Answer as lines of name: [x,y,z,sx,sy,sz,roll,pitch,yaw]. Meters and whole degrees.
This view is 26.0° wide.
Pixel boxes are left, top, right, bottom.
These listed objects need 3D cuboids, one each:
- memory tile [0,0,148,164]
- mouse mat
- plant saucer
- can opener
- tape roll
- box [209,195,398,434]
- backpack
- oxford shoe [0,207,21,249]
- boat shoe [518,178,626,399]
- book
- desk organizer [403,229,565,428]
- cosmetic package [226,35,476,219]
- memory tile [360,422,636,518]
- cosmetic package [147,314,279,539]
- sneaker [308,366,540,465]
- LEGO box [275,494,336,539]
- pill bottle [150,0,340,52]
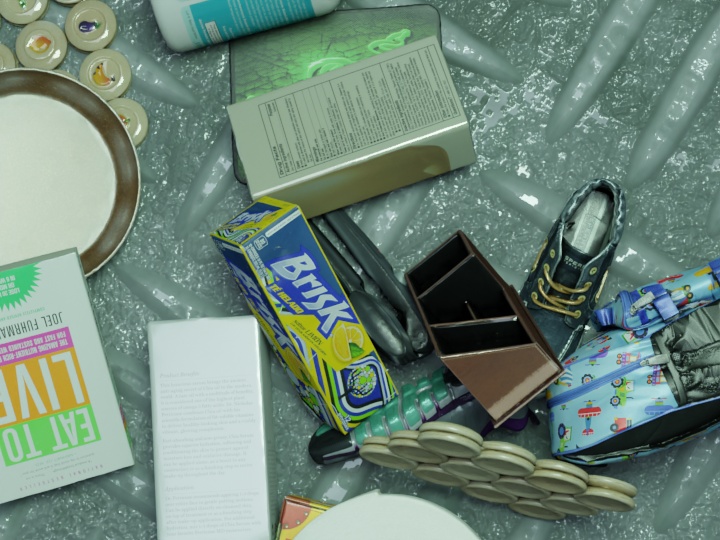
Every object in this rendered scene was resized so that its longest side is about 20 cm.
memory tile: [-0.291,-0.186,1.456,0.153,0.017,0.201,-20,82,1]
mouse mat: [-0.022,-0.162,1.439,0.199,0.008,0.162,-3,83,3]
plant saucer: [-0.298,-0.080,1.398,0.199,0.034,0.201,1,87,-17]
can opener: [0.000,0.000,1.392,0.063,0.079,0.200,-30,69,-8]
tape roll: [0.023,0.284,1.287,0.202,0.037,0.204,-1,84,5]
box: [-0.047,0.038,1.332,0.064,0.070,0.200,-36,115,-18]
backpack: [0.240,0.084,1.303,0.199,0.183,0.135,-22,82,5]
oxford shoe: [-0.378,-0.097,1.430,0.071,0.071,0.200,-34,92,-8]
boat shoe: [0.174,0.013,1.360,0.071,0.091,0.201,20,85,6]
book: [-0.287,0.092,1.375,0.133,0.048,0.201,-15,104,-3]
desk organizer: [0.098,0.042,1.294,0.072,0.200,0.077,-39,109,7]
cosmetic package: [-0.008,-0.120,1.381,0.199,0.071,0.106,-17,63,3]
memory tile: [0.113,0.166,1.284,0.199,0.153,0.017,22,69,-20]
cosmetic package: [-0.129,0.144,1.376,0.101,0.071,0.201,-4,83,4]
sneaker: [0.055,0.144,1.367,0.199,0.074,0.088,-24,110,13]
LEGO box: [0.016,0.289,1.344,0.199,0.077,0.149,14,84,6]
pill bottle: [-0.090,-0.272,1.404,0.199,0.111,0.111,-14,82,2]
